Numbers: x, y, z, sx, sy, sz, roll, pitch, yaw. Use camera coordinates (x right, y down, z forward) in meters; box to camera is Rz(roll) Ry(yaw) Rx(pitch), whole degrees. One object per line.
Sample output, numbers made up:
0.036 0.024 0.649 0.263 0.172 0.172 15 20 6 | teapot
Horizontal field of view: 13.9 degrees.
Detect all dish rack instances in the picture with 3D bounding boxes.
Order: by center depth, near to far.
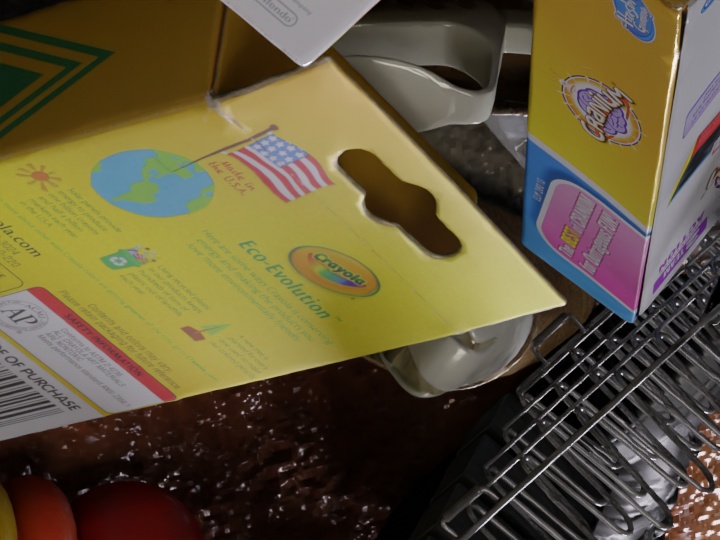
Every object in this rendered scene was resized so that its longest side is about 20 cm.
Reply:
0.091 0.030 0.860 0.055 0.153 0.200 43 115 -5 | dish rack

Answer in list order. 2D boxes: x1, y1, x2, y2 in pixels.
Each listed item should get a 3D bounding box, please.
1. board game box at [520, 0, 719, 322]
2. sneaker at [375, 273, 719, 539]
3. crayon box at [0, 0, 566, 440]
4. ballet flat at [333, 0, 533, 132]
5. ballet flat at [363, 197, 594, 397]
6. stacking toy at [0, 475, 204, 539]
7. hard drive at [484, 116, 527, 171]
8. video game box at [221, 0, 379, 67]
0.102 -0.086 0.733 0.153 0.040 0.200 -50 165 -15 | board game box
0.082 0.088 1.023 0.104 0.060 0.200 33 117 -32 | sneaker
-0.057 -0.017 0.800 0.199 0.051 0.127 -13 144 29 | crayon box
0.041 -0.064 0.841 0.199 0.067 0.068 -5 128 -14 | ballet flat
0.000 0.000 0.920 0.200 0.072 0.068 27 112 -32 | ballet flat
-0.143 0.094 0.946 0.199 0.085 0.086 7 123 -27 | stacking toy
0.078 -0.103 0.891 0.140 0.038 0.200 -35 129 10 | hard drive
0.021 -0.166 0.720 0.047 0.200 0.182 37 110 -30 | video game box
